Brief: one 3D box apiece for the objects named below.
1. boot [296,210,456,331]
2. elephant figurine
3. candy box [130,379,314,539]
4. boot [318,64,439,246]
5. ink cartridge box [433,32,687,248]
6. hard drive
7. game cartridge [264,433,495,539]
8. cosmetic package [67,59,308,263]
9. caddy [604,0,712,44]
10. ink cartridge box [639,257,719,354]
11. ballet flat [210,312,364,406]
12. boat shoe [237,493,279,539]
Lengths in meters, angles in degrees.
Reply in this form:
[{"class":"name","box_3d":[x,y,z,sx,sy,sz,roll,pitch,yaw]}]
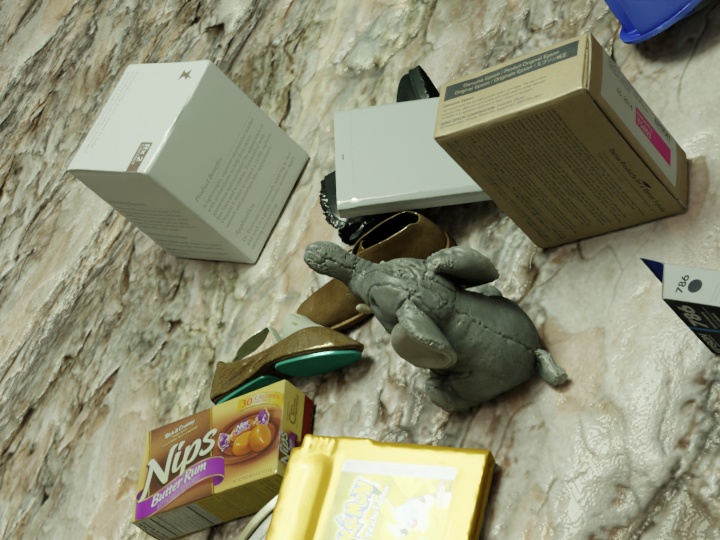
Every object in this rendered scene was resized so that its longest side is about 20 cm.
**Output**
[{"class":"boot","box_3d":[0.000,0.000,1.548,0.200,0.075,0.074,-33,42,20]},{"class":"elephant figurine","box_3d":[0.067,0.039,1.346,0.155,0.200,0.142,-31,40,20]},{"class":"candy box","box_3d":[-0.146,0.202,1.527,0.200,0.056,0.117,-21,45,29]},{"class":"boot","box_3d":[0.029,-0.126,1.626,0.162,0.073,0.198,-29,48,17]},{"class":"ink cartridge box","box_3d":[0.192,-0.116,1.362,0.165,0.200,0.075,-16,49,33]},{"class":"hard drive","box_3d":[0.073,-0.126,1.533,0.200,0.026,0.132,-7,57,7]},{"class":"game cartridge","box_3d":[0.010,0.237,1.321,0.200,0.032,0.176,2,58,22]},{"class":"cosmetic package","box_3d":[-0.207,-0.130,1.754,0.165,0.200,0.165,5,61,45]},{"class":"caddy","box_3d":[0.333,-0.319,1.485,0.200,0.105,0.141,-43,14,6]},{"class":"ink cartridge box","box_3d":[0.323,0.040,1.184,0.200,0.099,0.039,11,67,49]},{"class":"ballet flat","box_3d":[-0.085,0.089,1.554,0.200,0.068,0.072,-27,60,32]},{"class":"boat shoe","box_3d":[-0.093,0.293,1.395,0.068,0.075,0.200,37,84,32]}]
